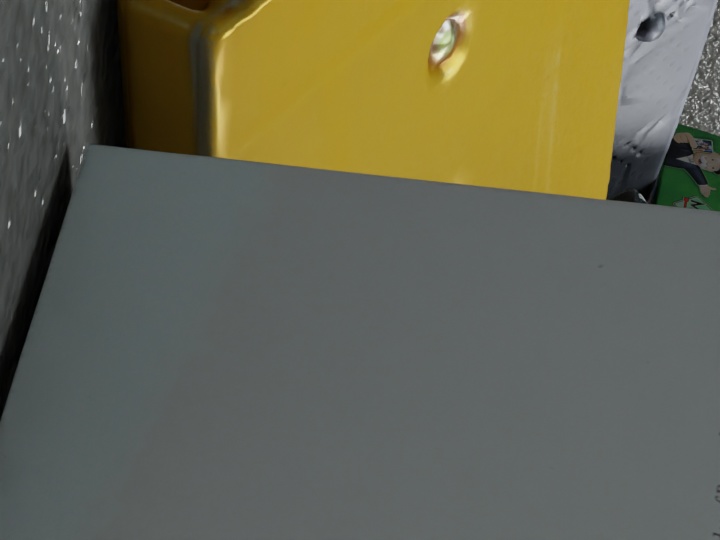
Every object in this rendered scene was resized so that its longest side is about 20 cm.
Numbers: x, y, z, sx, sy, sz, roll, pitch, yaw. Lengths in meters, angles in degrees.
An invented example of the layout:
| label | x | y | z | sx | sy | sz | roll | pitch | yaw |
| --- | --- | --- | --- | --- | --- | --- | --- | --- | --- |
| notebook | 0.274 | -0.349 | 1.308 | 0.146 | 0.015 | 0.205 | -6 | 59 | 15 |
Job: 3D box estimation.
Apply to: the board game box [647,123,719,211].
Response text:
| label | x | y | z | sx | sy | sz | roll | pitch | yaw |
| --- | --- | --- | --- | --- | --- | --- | --- | --- | --- |
| board game box | 0.097 | 0.064 | 1.003 | 0.135 | 0.029 | 0.201 | -73 | 177 | -50 |

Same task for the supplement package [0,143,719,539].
| label | x | y | z | sx | sy | sz | roll | pitch | yaw |
| --- | --- | --- | --- | --- | --- | --- | --- | --- | --- |
| supplement package | 0.032 | 0.102 | 0.480 | 0.148 | 0.199 | 0.192 | 91 | 8 | -45 |

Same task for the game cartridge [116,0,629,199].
| label | x | y | z | sx | sy | sz | roll | pitch | yaw |
| --- | --- | --- | --- | --- | --- | --- | --- | --- | --- |
| game cartridge | 0.007 | -0.020 | 0.635 | 0.176 | 0.032 | 0.201 | -42 | 148 | -40 |

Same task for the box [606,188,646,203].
| label | x | y | z | sx | sy | sz | roll | pitch | yaw |
| --- | --- | --- | --- | --- | --- | --- | --- | --- | --- |
| box | 0.117 | 0.086 | 0.804 | 0.200 | 0.046 | 0.160 | 39 | 32 | -56 |

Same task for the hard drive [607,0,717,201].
| label | x | y | z | sx | sy | sz | roll | pitch | yaw |
| --- | --- | --- | --- | --- | --- | --- | --- | --- | --- |
| hard drive | 0.048 | -0.034 | 0.924 | 0.042 | 0.134 | 0.200 | 51 | -31 | 26 |
